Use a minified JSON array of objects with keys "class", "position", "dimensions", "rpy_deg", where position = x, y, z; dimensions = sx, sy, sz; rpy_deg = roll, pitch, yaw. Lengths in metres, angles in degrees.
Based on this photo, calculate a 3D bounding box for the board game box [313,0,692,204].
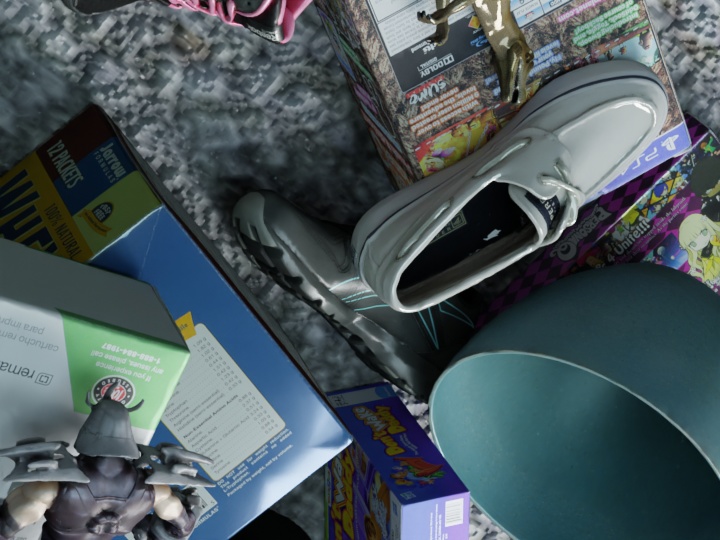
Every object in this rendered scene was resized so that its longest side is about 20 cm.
[{"class":"board game box","position":[0.074,-0.130,1.361],"dimensions":[0.159,0.097,0.201],"rpy_deg":[-28,123,-7]}]

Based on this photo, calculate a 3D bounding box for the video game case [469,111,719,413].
[{"class":"video game case","position":[0.190,0.028,1.529],"dimensions":[0.200,0.036,0.181],"rpy_deg":[-44,124,3]}]

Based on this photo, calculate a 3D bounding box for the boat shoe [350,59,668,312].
[{"class":"boat shoe","position":[0.089,-0.043,1.313],"dimensions":[0.199,0.066,0.072],"rpy_deg":[-28,123,-6]}]

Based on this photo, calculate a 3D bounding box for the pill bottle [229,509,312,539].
[{"class":"pill bottle","position":[-0.092,0.251,1.480],"dimensions":[0.111,0.112,0.201],"rpy_deg":[-1,116,-22]}]

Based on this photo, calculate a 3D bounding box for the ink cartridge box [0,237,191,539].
[{"class":"ink cartridge box","position":[-0.194,0.091,1.206],"dimensions":[0.145,0.084,0.201],"rpy_deg":[17,109,-29]}]

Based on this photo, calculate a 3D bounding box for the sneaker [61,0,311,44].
[{"class":"sneaker","position":[-0.069,-0.159,1.251],"dimensions":[0.199,0.096,0.079],"rpy_deg":[-16,167,20]}]

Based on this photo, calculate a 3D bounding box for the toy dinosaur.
[{"class":"toy dinosaur","position":[0.072,-0.183,1.253],"dimensions":[0.101,0.058,0.201],"rpy_deg":[-10,127,-35]}]

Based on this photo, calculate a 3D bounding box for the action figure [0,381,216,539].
[{"class":"action figure","position":[-0.143,0.144,1.169],"dimensions":[0.129,0.069,0.201],"rpy_deg":[8,109,-22]}]

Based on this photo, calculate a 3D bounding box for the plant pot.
[{"class":"plant pot","position":[0.158,0.074,1.424],"dimensions":[0.135,0.199,0.201],"rpy_deg":[-54,131,-34]}]

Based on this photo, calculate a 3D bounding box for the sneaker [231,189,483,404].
[{"class":"sneaker","position":[0.000,0.000,1.423],"dimensions":[0.079,0.075,0.200],"rpy_deg":[-52,132,-5]}]

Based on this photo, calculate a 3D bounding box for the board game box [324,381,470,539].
[{"class":"board game box","position":[0.020,0.190,1.482],"dimensions":[0.044,0.135,0.201],"rpy_deg":[-10,119,-18]}]

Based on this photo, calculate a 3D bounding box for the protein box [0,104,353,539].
[{"class":"protein box","position":[-0.150,0.060,1.341],"dimensions":[0.198,0.135,0.200],"rpy_deg":[-38,124,0]}]
